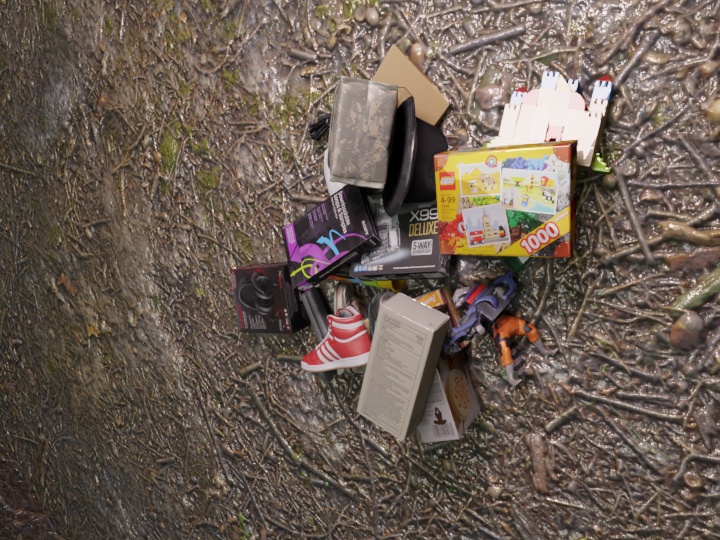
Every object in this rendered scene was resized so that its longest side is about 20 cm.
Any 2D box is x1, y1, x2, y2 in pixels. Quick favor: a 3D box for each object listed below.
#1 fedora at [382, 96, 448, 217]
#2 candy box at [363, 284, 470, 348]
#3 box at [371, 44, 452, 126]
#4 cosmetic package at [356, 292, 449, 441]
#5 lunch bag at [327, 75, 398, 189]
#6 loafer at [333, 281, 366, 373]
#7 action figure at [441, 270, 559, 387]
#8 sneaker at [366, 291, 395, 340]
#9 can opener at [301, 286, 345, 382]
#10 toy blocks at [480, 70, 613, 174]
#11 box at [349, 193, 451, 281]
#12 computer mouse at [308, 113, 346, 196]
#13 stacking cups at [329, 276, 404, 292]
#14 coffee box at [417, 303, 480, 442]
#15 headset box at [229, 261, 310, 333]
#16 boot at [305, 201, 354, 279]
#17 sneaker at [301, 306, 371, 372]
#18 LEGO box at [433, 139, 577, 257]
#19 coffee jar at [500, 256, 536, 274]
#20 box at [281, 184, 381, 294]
[{"bbox_3d":[0.098,-0.189,0.903,0.088,0.202,0.208,8,110,-10],"label":"fedora"},{"bbox_3d":[0.106,0.120,1.031,0.196,0.055,0.119,-25,87,34],"label":"candy box"},{"bbox_3d":[0.060,-0.289,0.998,0.165,0.021,0.201,49,123,16],"label":"box"},{"bbox_3d":[0.067,0.156,0.852,0.101,0.072,0.207,24,114,26],"label":"cosmetic package"},{"bbox_3d":[0.001,-0.244,0.925,0.113,0.201,0.171,7,105,-3],"label":"lunch bag"},{"bbox_3d":[-0.010,0.122,1.107,0.061,0.072,0.208,0,110,25],"label":"loafer"},{"bbox_3d":[0.219,0.112,0.909,0.195,0.197,0.106,50,163,22],"label":"action figure"},{"bbox_3d":[0.066,0.140,0.998,0.078,0.073,0.208,-15,93,57],"label":"sneaker"},{"bbox_3d":[-0.086,0.138,1.157,0.052,0.065,0.207,-33,72,48],"label":"can opener"},{"bbox_3d":[0.299,-0.238,0.812,0.194,0.099,0.143,16,97,30],"label":"toy blocks"},{"bbox_3d":[0.078,-0.066,0.981,0.194,0.049,0.165,-3,74,35],"label":"box"},{"bbox_3d":[-0.049,-0.213,1.060,0.107,0.043,0.208,-6,103,43],"label":"computer mouse"},{"bbox_3d":[0.000,0.000,1.086,0.195,0.060,0.063,9,105,38],"label":"stacking cups"},{"bbox_3d":[0.133,0.179,0.927,0.078,0.113,0.207,-17,92,34],"label":"coffee box"},{"bbox_3d":[-0.221,0.064,1.234,0.194,0.076,0.155,-2,99,33],"label":"headset box"},{"bbox_3d":[-0.069,-0.069,1.075,0.197,0.067,0.135,24,95,42],"label":"boot"},{"bbox_3d":[-0.057,0.138,1.055,0.195,0.070,0.117,-16,92,39],"label":"sneaker"},{"bbox_3d":[0.216,-0.104,0.777,0.193,0.077,0.155,2,106,31],"label":"LEGO box"},{"bbox_3d":[0.228,-0.101,0.872,0.201,0.085,0.105,47,110,12],"label":"coffee jar"},{"bbox_3d":[-0.062,-0.067,1.018,0.196,0.036,0.147,-31,55,18],"label":"box"}]
